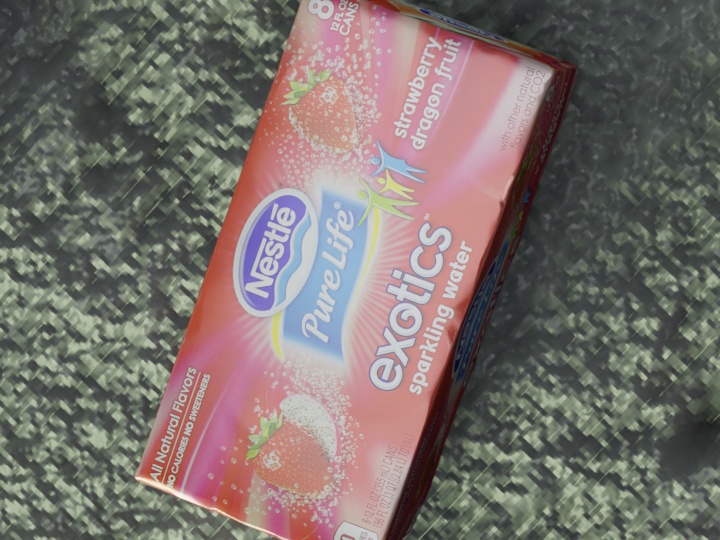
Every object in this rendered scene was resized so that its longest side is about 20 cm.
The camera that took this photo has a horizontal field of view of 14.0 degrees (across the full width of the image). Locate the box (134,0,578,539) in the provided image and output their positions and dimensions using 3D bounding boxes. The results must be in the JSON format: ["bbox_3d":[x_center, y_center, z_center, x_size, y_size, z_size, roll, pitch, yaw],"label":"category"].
[{"bbox_3d":[0.000,0.000,1.100,0.099,0.095,0.201,21,97,8],"label":"box"}]
